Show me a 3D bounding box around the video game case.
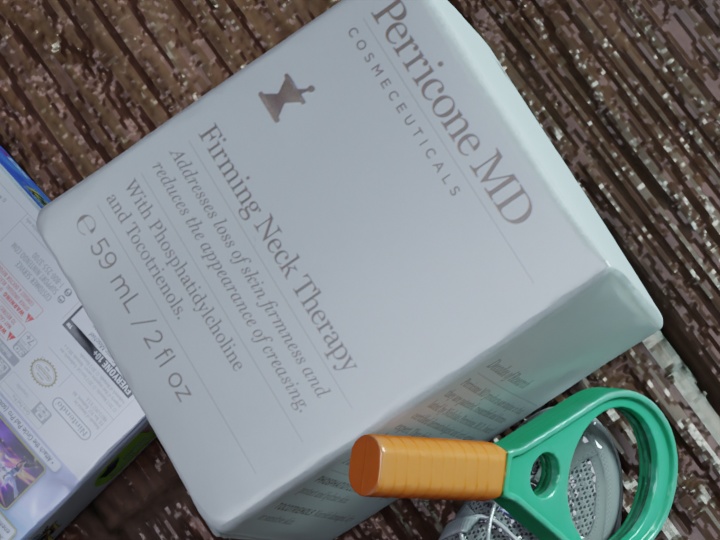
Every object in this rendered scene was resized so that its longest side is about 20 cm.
[{"bbox_3d":[-0.204,0.045,1.178,0.181,0.045,0.200,-44,76,4],"label":"video game case"}]

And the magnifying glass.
[{"bbox_3d":[0.071,0.087,1.033,0.022,0.200,0.080,7,89,46],"label":"magnifying glass"}]

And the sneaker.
[{"bbox_3d":[0.058,0.151,1.080,0.075,0.082,0.200,26,81,14],"label":"sneaker"}]

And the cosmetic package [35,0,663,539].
[{"bbox_3d":[0.000,0.000,1.069,0.200,0.166,0.168,-34,74,8],"label":"cosmetic package"}]
